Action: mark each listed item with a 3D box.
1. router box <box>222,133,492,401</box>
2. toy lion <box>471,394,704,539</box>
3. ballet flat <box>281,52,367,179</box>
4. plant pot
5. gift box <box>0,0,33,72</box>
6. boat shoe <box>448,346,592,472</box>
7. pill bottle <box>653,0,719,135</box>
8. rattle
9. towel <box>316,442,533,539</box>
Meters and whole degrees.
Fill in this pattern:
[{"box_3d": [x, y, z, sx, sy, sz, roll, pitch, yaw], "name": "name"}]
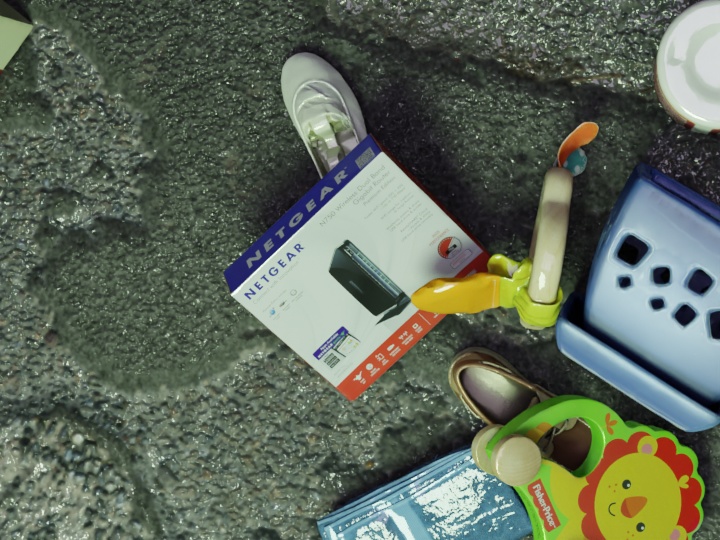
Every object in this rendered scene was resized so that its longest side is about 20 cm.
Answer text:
[{"box_3d": [0.000, 0.000, 1.714, 0.200, 0.049, 0.179, -43, 119, 8], "name": "router box"}, {"box_3d": [0.227, 0.204, 1.683, 0.191, 0.069, 0.200, -29, 103, -14], "name": "toy lion"}, {"box_3d": [-0.025, -0.123, 1.748, 0.069, 0.069, 0.201, -22, 89, 9], "name": "ballet flat"}, {"box_3d": [0.293, 0.029, 1.645, 0.200, 0.200, 0.180, 33, 102, 5], "name": "plant pot"}, {"box_3d": [-0.449, -0.249, 1.746, 0.184, 0.187, 0.200, 33, 97, 5], "name": "gift box"}, {"box_3d": [0.168, 0.148, 1.726, 0.200, 0.072, 0.076, 31, 96, 6], "name": "boat shoe"}, {"box_3d": [0.324, -0.182, 1.625, 0.114, 0.200, 0.115, 0, 92, 8], "name": "pill bottle"}, {"box_3d": [0.141, -0.050, 1.694, 0.142, 0.130, 0.201, 6, 84, 18], "name": "rattle"}, {"box_3d": [0.068, 0.248, 1.744, 0.200, 0.049, 0.112, -28, 100, 13], "name": "towel"}]
